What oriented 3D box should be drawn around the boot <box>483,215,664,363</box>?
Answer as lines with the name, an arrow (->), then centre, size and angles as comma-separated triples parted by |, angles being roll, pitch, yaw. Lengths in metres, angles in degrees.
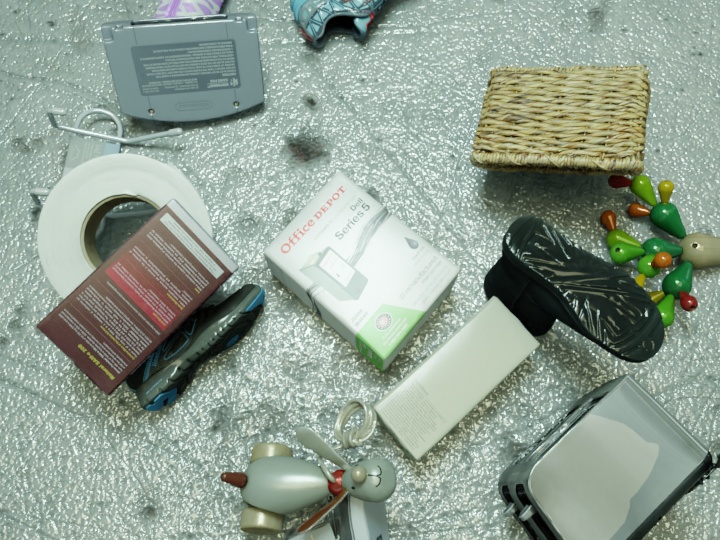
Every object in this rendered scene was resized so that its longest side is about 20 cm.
boot -> 0.232, 0.040, 0.715 | 0.200, 0.168, 0.076 | 42, 77, 18

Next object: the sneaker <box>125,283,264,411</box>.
sneaker -> -0.205, 0.076, 0.763 | 0.200, 0.073, 0.082 | -41, 74, -12

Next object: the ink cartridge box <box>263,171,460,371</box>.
ink cartridge box -> 0.000, 0.000, 0.777 | 0.199, 0.084, 0.146 | 39, 77, 12

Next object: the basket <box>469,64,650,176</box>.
basket -> 0.249, -0.153, 0.782 | 0.197, 0.143, 0.151 | 6, 64, 21

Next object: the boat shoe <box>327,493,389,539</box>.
boat shoe -> -0.005, 0.331, 0.685 | 0.066, 0.070, 0.203 | -11, 83, 28

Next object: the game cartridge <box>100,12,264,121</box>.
game cartridge -> -0.233, -0.271, 0.844 | 0.197, 0.135, 0.041 | -7, 33, -9

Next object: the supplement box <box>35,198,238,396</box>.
supplement box -> -0.245, 0.028, 0.707 | 0.200, 0.061, 0.109 | -44, 98, -8

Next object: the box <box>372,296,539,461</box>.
box -> 0.111, 0.129, 0.743 | 0.199, 0.068, 0.082 | -39, 76, -11

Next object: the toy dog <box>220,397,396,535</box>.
toy dog -> -0.069, 0.220, 0.666 | 0.199, 0.096, 0.133 | -35, 49, 18

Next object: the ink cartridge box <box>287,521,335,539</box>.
ink cartridge box -> -0.033, 0.377, 0.651 | 0.037, 0.095, 0.202 | -2, 62, -43

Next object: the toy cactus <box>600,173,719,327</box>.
toy cactus -> 0.394, -0.033, 0.786 | 0.163, 0.103, 0.202 | 0, 62, -10

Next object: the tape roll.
tape roll -> -0.279, -0.038, 0.764 | 0.199, 0.071, 0.206 | 0, 91, -12

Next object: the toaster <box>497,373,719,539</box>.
toaster -> 0.249, 0.212, 0.655 | 0.199, 0.181, 0.119 | -39, 74, -10

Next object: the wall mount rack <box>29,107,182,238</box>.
wall mount rack -> -0.334, -0.135, 0.834 | 0.171, 0.075, 0.203 | 8, 73, -16

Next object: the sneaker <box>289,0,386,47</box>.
sneaker -> 0.002, -0.387, 0.915 | 0.198, 0.079, 0.097 | -22, 82, 3

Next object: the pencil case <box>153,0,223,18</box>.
pencil case -> -0.248, -0.383, 0.904 | 0.083, 0.086, 0.203 | 13, 74, 0
